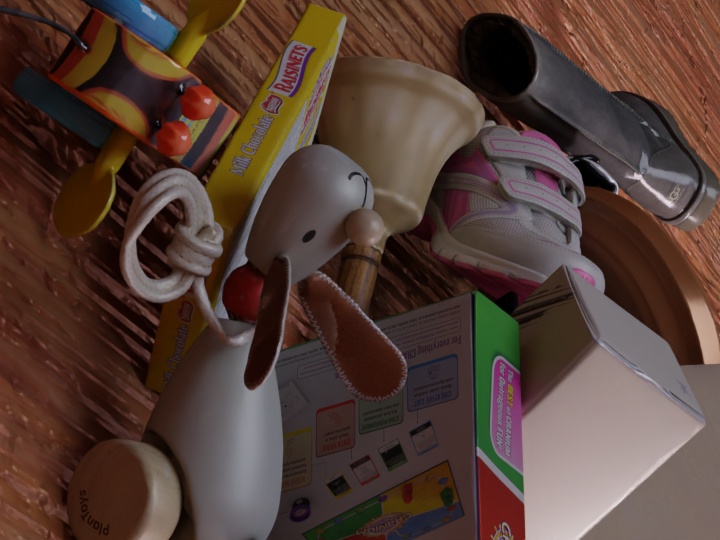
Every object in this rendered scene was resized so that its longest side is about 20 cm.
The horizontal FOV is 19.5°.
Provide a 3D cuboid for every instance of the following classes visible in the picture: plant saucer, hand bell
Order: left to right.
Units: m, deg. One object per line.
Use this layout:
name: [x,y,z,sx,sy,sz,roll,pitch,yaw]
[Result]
hand bell: [0.000,0.000,1.099,0.104,0.104,0.201,40,54,-51]
plant saucer: [0.130,0.053,1.209,0.032,0.200,0.201,-14,89,-34]

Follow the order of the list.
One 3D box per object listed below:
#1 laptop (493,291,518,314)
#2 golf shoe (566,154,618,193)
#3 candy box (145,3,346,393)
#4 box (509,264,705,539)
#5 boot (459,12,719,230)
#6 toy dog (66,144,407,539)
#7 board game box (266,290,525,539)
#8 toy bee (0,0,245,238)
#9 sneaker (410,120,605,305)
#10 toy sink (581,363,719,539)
laptop: [0.083,0.140,1.144,0.115,0.200,0.188,9,64,-26]
golf shoe: [0.131,-0.035,1.356,0.200,0.094,0.078,-24,97,-66]
candy box: [-0.052,-0.037,0.994,0.200,0.026,0.103,-66,173,-53]
box: [0.060,0.099,0.992,0.082,0.200,0.069,36,19,-28]
boot: [0.140,-0.113,1.441,0.199,0.073,0.182,24,11,-31]
toy dog: [-0.039,0.056,0.872,0.132,0.096,0.201,-13,125,-49]
board game box: [-0.001,0.123,0.927,0.040,0.152,0.201,34,48,-47]
toy bee: [-0.099,-0.071,0.883,0.200,0.109,0.131,-6,126,-57]
sneaker: [0.082,-0.034,1.150,0.081,0.088,0.200,32,5,-29]
toy sink: [0.152,0.163,1.090,0.112,0.129,0.201,87,-1,-48]
